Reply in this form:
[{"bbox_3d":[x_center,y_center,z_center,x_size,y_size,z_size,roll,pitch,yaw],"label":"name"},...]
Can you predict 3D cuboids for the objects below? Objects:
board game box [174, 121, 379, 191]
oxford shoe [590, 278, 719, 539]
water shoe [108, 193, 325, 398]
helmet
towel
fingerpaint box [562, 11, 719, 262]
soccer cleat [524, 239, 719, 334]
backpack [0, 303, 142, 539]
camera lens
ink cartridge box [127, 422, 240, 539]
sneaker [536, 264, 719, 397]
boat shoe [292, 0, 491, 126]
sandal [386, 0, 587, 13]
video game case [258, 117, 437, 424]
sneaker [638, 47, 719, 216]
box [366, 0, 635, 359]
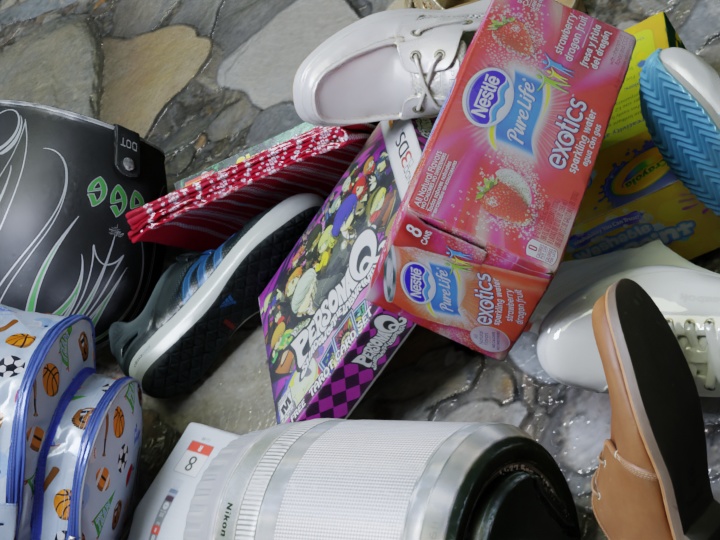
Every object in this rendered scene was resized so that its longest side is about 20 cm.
[{"bbox_3d":[-0.034,-0.090,1.409,0.199,0.105,0.024,-23,79,23],"label":"board game box"},{"bbox_3d":[0.153,0.106,1.016,0.071,0.202,0.071,-14,0,36],"label":"oxford shoe"},{"bbox_3d":[-0.111,0.004,1.394,0.200,0.072,0.079,-44,52,-6],"label":"water shoe"},{"bbox_3d":[-0.247,-0.021,1.452,0.199,0.199,0.192,8,79,43],"label":"helmet"},{"bbox_3d":[-0.064,-0.061,1.393,0.199,0.144,0.023,-23,78,21],"label":"towel"},{"bbox_3d":[0.141,-0.060,1.256,0.199,0.073,0.168,-25,40,23],"label":"fingerpaint box"},{"bbox_3d":[0.158,0.015,1.160,0.199,0.069,0.078,10,76,28],"label":"soccer cleat"},{"bbox_3d":[-0.233,0.123,1.273,0.153,0.192,0.200,0,22,5],"label":"backpack"},{"bbox_3d":[0.017,0.167,1.070,0.199,0.160,0.161,-2,52,37],"label":"camera lens"},{"bbox_3d":[-0.106,0.205,1.228,0.161,0.050,0.201,11,58,45],"label":"ink cartridge box"},{"bbox_3d":[0.200,0.038,1.050,0.198,0.073,0.085,-6,14,4],"label":"sneaker"},{"bbox_3d":[0.053,-0.138,1.245,0.199,0.071,0.069,-19,32,-17],"label":"boat shoe"},{"bbox_3d":[0.083,-0.227,1.468,0.211,0.070,0.078,13,62,46],"label":"sandal"},{"bbox_3d":[0.000,0.000,1.270,0.200,0.036,0.182,-54,24,24],"label":"video game case"},{"bbox_3d":[0.253,-0.068,1.111,0.081,0.200,0.077,-47,-4,-19],"label":"sneaker"},{"bbox_3d":[0.086,-0.063,1.112,0.100,0.095,0.201,115,179,-54],"label":"box"}]
